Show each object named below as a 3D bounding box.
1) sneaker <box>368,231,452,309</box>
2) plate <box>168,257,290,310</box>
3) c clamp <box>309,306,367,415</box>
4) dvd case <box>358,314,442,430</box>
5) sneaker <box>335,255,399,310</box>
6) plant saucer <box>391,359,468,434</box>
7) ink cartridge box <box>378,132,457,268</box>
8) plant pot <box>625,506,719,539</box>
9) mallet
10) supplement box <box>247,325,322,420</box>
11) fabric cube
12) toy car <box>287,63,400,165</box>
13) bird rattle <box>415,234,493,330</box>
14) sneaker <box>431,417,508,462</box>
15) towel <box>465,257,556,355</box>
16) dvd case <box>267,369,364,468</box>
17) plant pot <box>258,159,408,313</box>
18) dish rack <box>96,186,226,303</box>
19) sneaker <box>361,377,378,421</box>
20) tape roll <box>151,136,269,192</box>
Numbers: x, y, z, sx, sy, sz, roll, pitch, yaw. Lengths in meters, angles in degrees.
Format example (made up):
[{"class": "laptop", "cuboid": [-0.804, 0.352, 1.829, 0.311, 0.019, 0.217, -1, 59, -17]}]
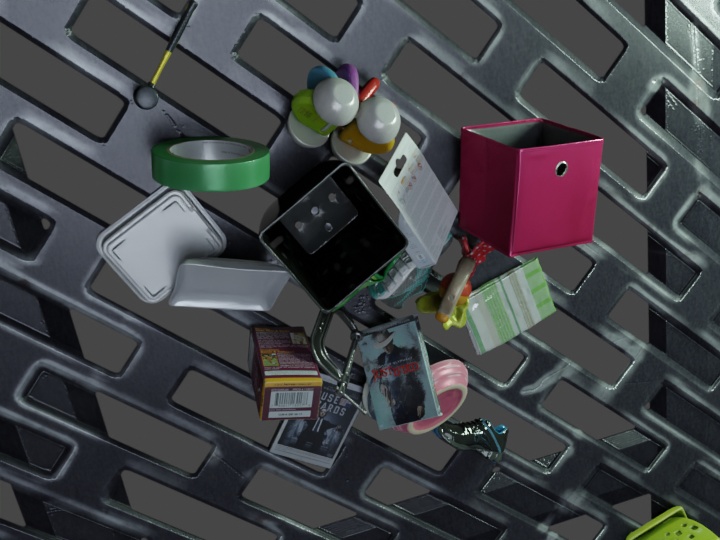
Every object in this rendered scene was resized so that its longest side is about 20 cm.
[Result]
[{"class": "sneaker", "cuboid": [0.109, -0.003, 1.708, 0.200, 0.078, 0.091, -41, 132, 5]}, {"class": "plate", "cuboid": [-0.242, 0.023, 1.567, 0.197, 0.200, 0.033, 4, 66, -18]}, {"class": "c clamp", "cuboid": [-0.037, 0.157, 1.662, 0.027, 0.201, 0.171, -29, 122, 32]}, {"class": "dvd case", "cuboid": [0.074, 0.202, 1.696, 0.145, 0.022, 0.203, -18, 79, 31]}, {"class": "sneaker", "cuboid": [0.000, 0.000, 1.653, 0.200, 0.084, 0.074, -43, 107, -3]}, {"class": "plant saucer", "cuboid": [0.147, 0.271, 1.775, 0.199, 0.051, 0.202, -25, 144, -19]}, {"class": "ink cartridge box", "cuboid": [0.098, -0.130, 1.604, 0.047, 0.161, 0.201, -16, 122, 38]}, {"class": "plant pot", "cuboid": [0.780, 0.720, 2.116, 0.198, 0.182, 0.201, -30, 116, -2]}, {"class": "mallet", "cuboid": [-0.324, -0.359, 1.434, 0.041, 0.066, 0.201, 27, 101, -22]}, {"class": "supplement box", "cuboid": [-0.147, 0.190, 1.622, 0.109, 0.200, 0.087, 2, 116, -16]}, {"class": "fabric cube", "cuboid": [0.313, -0.162, 1.614, 0.194, 0.200, 0.202, -9, 113, -23]}, {"class": "toy car", "cuboid": [-0.024, -0.290, 1.515, 0.198, 0.175, 0.152, 19, 70, -22]}, {"class": "bird rattle", "cuboid": [0.197, 0.028, 1.680, 0.112, 0.163, 0.201, 33, 109, 2]}, {"class": "sneaker", "cuboid": [0.241, 0.356, 1.884, 0.198, 0.073, 0.083, 22, 92, -31]}, {"class": "towel", "cuboid": [0.308, 0.075, 1.815, 0.198, 0.031, 0.150, -28, 118, -7]}, {"class": "dvd case", "cuboid": [-0.087, 0.307, 1.786, 0.149, 0.025, 0.202, 20, 104, -23]}, {"class": "plant pot", "cuboid": [-0.066, -0.083, 1.556, 0.199, 0.178, 0.200, -40, 117, 1]}, {"class": "dish rack", "cuboid": [-0.358, -0.043, 1.559, 0.199, 0.044, 0.172, -37, 116, -1]}, {"class": "sneaker", "cuboid": [0.063, 0.225, 1.751, 0.077, 0.086, 0.202, -7, 117, -43]}, {"class": "tape roll", "cuboid": [-0.252, -0.182, 1.449, 0.198, 0.201, 0.049, -4, 113, -15]}]
